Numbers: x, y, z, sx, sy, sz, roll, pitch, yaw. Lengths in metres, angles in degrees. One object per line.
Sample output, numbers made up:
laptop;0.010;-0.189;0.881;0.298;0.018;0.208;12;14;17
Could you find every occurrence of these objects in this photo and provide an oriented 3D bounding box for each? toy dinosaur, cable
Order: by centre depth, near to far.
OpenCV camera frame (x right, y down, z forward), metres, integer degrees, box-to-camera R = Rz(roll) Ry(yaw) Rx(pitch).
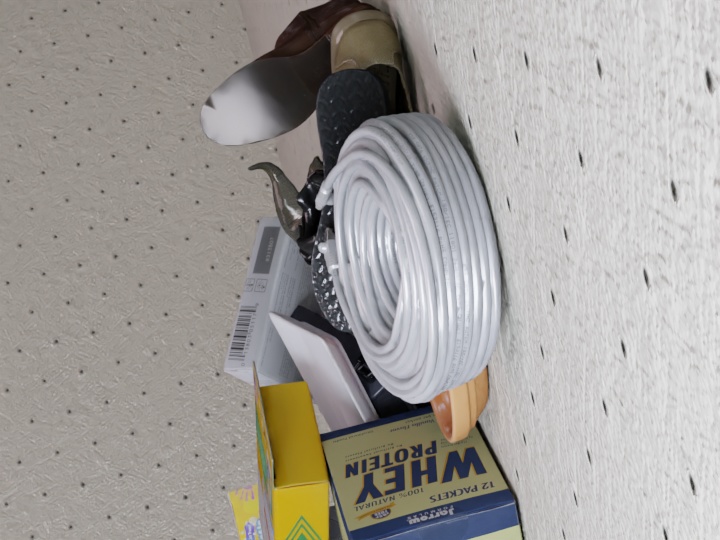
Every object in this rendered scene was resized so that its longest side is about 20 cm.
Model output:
cable;0.036;-0.009;1.164;0.200;0.068;0.202;117;139;-62
toy dinosaur;-0.026;-0.050;1.627;0.103;0.198;0.077;-59;40;24

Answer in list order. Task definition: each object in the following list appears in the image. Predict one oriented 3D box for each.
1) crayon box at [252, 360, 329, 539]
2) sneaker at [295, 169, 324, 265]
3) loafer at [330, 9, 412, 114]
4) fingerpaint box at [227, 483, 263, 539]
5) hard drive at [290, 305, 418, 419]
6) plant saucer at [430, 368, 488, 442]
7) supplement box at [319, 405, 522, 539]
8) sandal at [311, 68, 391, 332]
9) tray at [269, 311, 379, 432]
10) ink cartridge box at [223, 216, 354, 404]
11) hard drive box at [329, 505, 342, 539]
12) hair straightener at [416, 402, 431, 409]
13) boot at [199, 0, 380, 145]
crayon box;-0.060;0.192;1.463;0.126;0.051;0.202;-106;12;-49
sneaker;-0.001;0.000;1.477;0.077;0.110;0.202;-34;62;46
loafer;0.009;-0.110;1.354;0.068;0.075;0.202;-99;-1;-55
fingerpaint box;-0.064;0.330;1.602;0.168;0.072;0.201;81;173;-49
hard drive;-0.003;0.118;1.580;0.200;0.042;0.136;30;151;56
plant saucer;0.065;0.036;1.335;0.200;0.037;0.203;167;90;-86
supplement box;0.060;0.250;1.396;0.200;0.133;0.202;-116;13;-68
sandal;0.003;-0.054;1.291;0.048;0.074;0.203;-2;-87;-75
tray;-0.011;0.123;1.502;0.107;0.022;0.201;22;143;57
ink cartridge box;-0.047;0.055;1.707;0.200;0.057;0.164;34;-116;-53
hard drive box;0.049;0.311;1.593;0.077;0.154;0.202;-112;8;-60
hair straightener;0.060;0.142;1.632;0.077;0.041;0.201;43;164;32
boot;-0.065;-0.180;1.453;0.065;0.185;0.200;62;177;-18
